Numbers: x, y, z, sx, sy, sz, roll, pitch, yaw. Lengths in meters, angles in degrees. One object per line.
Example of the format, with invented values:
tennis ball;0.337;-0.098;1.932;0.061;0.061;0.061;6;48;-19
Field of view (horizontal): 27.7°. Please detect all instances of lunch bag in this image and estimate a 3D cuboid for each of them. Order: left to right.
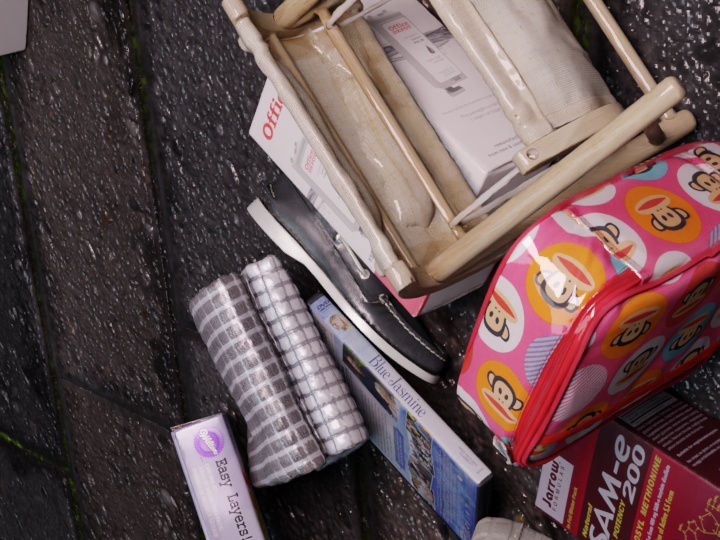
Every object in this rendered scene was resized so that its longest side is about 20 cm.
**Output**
lunch bag;0.147;0.026;0.843;0.082;0.199;0.177;46;140;26

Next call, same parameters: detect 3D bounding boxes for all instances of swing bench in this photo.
swing bench;0.059;-0.118;0.859;0.199;0.130;0.200;-33;79;12

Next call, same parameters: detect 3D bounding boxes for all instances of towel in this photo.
towel;-0.073;0.088;1.164;0.167;0.085;0.200;62;167;6

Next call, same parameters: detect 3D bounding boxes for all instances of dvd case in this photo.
dvd case;0.030;0.119;1.126;0.200;0.017;0.143;45;161;25

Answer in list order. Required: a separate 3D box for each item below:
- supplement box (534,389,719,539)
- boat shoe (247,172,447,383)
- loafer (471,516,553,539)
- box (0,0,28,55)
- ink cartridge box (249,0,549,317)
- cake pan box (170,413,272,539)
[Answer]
supplement box;0.211;0.154;0.942;0.199;0.061;0.110;33;131;36
boat shoe;0.000;0.000;1.105;0.200;0.076;0.060;44;95;7
loafer;0.117;0.271;1.101;0.069;0.070;0.201;8;130;16
box;-0.427;-0.289;1.414;0.200;0.124;0.098;38;133;30
ink cartridge box;0.024;-0.093;1.020;0.200;0.082;0.147;47;138;23
cake pan box;-0.108;0.218;1.266;0.200;0.052;0.186;107;146;-82
